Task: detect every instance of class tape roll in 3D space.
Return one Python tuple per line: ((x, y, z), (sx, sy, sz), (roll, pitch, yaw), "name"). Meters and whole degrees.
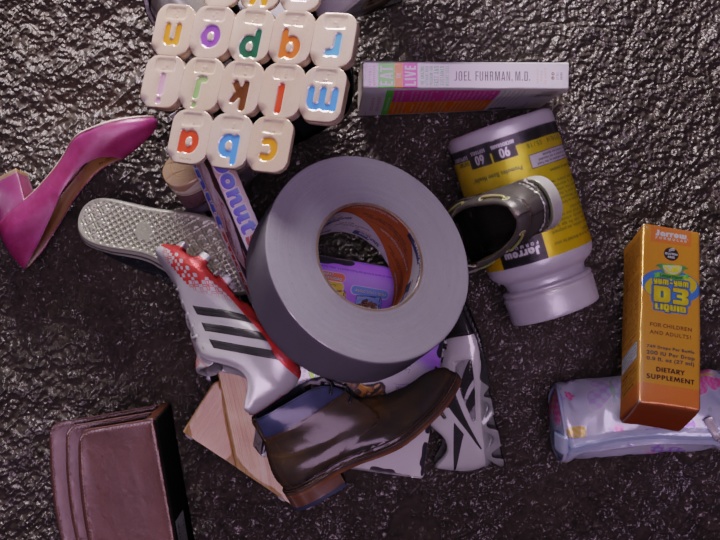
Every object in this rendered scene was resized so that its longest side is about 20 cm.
((-0.003, -0.001, 1.034), (0.198, 0.066, 0.202), (9, 65, -21), "tape roll")

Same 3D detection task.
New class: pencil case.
((0.296, 0.155, 1.178), (0.198, 0.091, 0.084), (-3, 134, -1), "pencil case")

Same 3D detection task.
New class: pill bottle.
((0.171, -0.054, 1.151), (0.113, 0.114, 0.202), (-18, 93, -2), "pill bottle")

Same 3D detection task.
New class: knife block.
((-0.097, 0.118, 1.171), (0.199, 0.064, 0.176), (34, 91, -3), "knife block")

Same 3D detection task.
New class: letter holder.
((-0.254, 0.253, 1.153), (0.140, 0.101, 0.202), (-9, 93, 0), "letter holder")

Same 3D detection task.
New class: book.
((0.098, -0.186, 1.133), (0.197, 0.134, 0.049), (0, 92, -3), "book")

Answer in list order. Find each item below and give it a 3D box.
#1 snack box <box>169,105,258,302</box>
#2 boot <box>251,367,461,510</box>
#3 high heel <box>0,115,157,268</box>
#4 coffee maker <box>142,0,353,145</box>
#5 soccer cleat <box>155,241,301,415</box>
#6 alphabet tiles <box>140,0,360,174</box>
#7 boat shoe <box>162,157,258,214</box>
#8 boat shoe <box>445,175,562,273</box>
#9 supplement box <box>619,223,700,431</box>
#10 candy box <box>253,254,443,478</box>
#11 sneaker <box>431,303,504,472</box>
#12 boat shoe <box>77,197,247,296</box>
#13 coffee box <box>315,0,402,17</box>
((-0.126, -0.063, 1.075), (0.024, 0.072, 0.202), (-25, 99, -18), "snack box")
((-0.004, 0.128, 1.046), (0.199, 0.075, 0.097), (-35, 100, -9), "boot")
((-0.284, -0.083, 1.149), (0.198, 0.067, 0.097), (-24, 83, 4), "high heel")
((-0.089, -0.238, 1.090), (0.192, 0.135, 0.201), (-39, 67, 9), "coffee maker")
((-0.138, 0.051, 1.059), (0.200, 0.069, 0.085), (41, 81, 20), "soccer cleat")
((-0.100, -0.185, 1.004), (0.198, 0.015, 0.198), (7, 82, 19), "alphabet tiles")
((-0.114, -0.133, 1.161), (0.200, 0.065, 0.072), (-41, 55, -18), "boat shoe")
((0.108, -0.036, 1.093), (0.060, 0.201, 0.073), (-23, 88, -37), "boat shoe")
((0.305, 0.056, 1.145), (0.066, 0.069, 0.202), (8, 62, 0), "supplement box")
((-0.008, 0.093, 1.121), (0.166, 0.071, 0.202), (10, 87, -13), "candy box")
((0.091, 0.116, 1.174), (0.087, 0.074, 0.202), (-11, 95, 0), "sneaker")
((-0.191, -0.024, 1.152), (0.198, 0.062, 0.075), (16, 80, 8), "boat shoe")
((0.023, -0.309, 1.078), (0.113, 0.200, 0.080), (-33, 94, 27), "coffee box")
